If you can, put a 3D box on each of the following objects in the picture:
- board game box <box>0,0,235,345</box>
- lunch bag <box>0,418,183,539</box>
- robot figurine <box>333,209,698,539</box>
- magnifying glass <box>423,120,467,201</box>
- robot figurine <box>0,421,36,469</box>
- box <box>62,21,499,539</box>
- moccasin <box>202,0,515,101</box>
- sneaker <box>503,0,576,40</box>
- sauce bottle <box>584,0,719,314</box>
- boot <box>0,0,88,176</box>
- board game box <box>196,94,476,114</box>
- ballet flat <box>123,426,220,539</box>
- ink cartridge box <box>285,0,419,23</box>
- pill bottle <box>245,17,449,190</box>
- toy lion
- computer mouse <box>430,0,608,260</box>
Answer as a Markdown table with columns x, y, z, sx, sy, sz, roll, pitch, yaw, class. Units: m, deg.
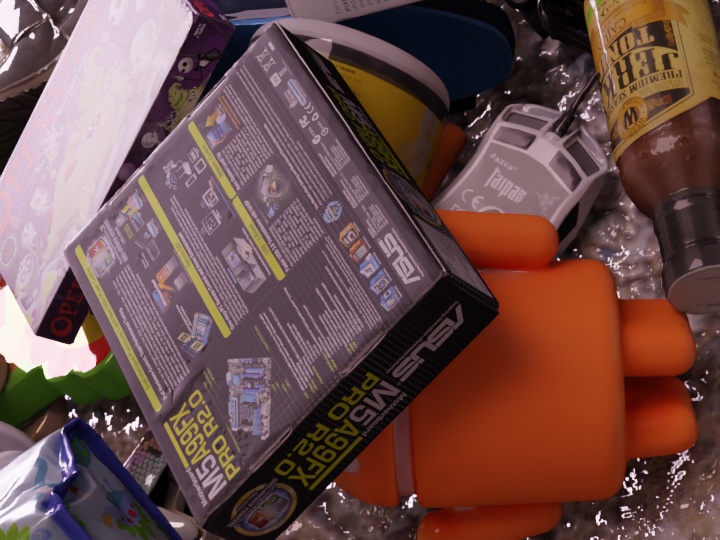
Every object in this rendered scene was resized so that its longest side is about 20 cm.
| x | y | z | sx | sy | sz | roll | pitch | yaw | class |
| --- | --- | --- | --- | --- | --- | --- | --- | --- | --- |
| -0.143 | -0.075 | 1.239 | 0.201 | 0.032 | 0.120 | -61 | 32 | 17 | board game box |
| -0.147 | 0.202 | 1.104 | 0.170 | 0.200 | 0.128 | -34 | 17 | 11 | lunch bag |
| 0.058 | 0.055 | 1.073 | 0.198 | 0.144 | 0.117 | -2 | 54 | 3 | robot figurine |
| 0.000 | 0.000 | 1.233 | 0.079 | 0.022 | 0.201 | 29 | 67 | 9 | magnifying glass |
| -0.232 | 0.138 | 1.243 | 0.112 | 0.171 | 0.200 | -18 | 3 | -29 | robot figurine |
| -0.043 | 0.004 | 1.046 | 0.160 | 0.044 | 0.200 | -47 | 45 | 13 | box |
| -0.013 | -0.139 | 1.244 | 0.198 | 0.081 | 0.068 | 5 | 43 | 8 | moccasin |
| 0.149 | -0.164 | 1.232 | 0.116 | 0.075 | 0.200 | -58 | 37 | 1 | sneaker |
| 0.152 | -0.073 | 1.104 | 0.064 | 0.065 | 0.201 | -25 | 51 | 21 | sauce bottle |
| -0.234 | -0.160 | 1.510 | 0.181 | 0.073 | 0.200 | -35 | 50 | -7 | boot |
| -0.049 | -0.119 | 1.302 | 0.199 | 0.028 | 0.136 | -16 | 48 | -10 | board game box |
| -0.093 | 0.113 | 1.217 | 0.071 | 0.069 | 0.201 | 18 | 70 | 29 | ballet flat |
| 0.052 | -0.215 | 1.178 | 0.199 | 0.084 | 0.146 | -13 | 36 | 17 | ink cartridge box |
| -0.035 | -0.018 | 1.162 | 0.112 | 0.112 | 0.201 | 9 | 75 | 41 | pill bottle |
| -0.155 | 0.004 | 1.306 | 0.191 | 0.069 | 0.201 | -36 | 36 | 20 | toy lion |
| 0.088 | -0.048 | 1.193 | 0.109 | 0.044 | 0.200 | 36 | 87 | 15 | computer mouse |
